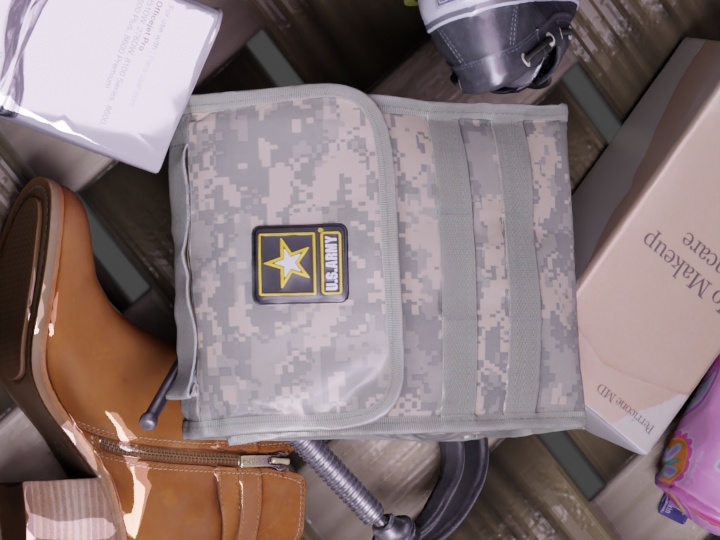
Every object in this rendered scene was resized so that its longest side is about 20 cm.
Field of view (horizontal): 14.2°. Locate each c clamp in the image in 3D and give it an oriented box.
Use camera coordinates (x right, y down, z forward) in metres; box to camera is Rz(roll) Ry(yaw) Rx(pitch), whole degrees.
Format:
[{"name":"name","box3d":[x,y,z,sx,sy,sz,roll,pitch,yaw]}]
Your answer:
[{"name":"c clamp","box3d":[-0.016,0.074,1.445,0.200,0.027,0.171,43,47,-23]}]

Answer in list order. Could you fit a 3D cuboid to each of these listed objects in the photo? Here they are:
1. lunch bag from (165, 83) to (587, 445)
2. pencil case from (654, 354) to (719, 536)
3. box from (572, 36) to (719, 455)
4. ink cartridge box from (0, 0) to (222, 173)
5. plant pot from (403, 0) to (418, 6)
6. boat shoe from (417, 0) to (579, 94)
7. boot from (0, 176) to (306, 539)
[{"name":"lunch bag","box3d":[0.000,0.000,1.382,0.199,0.117,0.165,1,84,-33]},{"name":"pencil case","box3d":[0.233,0.055,1.538,0.087,0.087,0.201,30,87,-20]},{"name":"box","box3d":[0.159,-0.014,1.504,0.095,0.078,0.200,37,84,-20]},{"name":"ink cartridge box","box3d":[-0.182,-0.122,1.334,0.199,0.145,0.085,21,91,-20]},{"name":"plant pot","box3d":[0.087,-0.250,1.404,0.200,0.200,0.194,-18,90,-17]},{"name":"boat shoe","box3d":[0.070,-0.113,1.406,0.068,0.200,0.057,-17,89,15]},{"name":"boot","box3d":[-0.099,0.053,1.426,0.155,0.077,0.201,-3,88,-26]}]
